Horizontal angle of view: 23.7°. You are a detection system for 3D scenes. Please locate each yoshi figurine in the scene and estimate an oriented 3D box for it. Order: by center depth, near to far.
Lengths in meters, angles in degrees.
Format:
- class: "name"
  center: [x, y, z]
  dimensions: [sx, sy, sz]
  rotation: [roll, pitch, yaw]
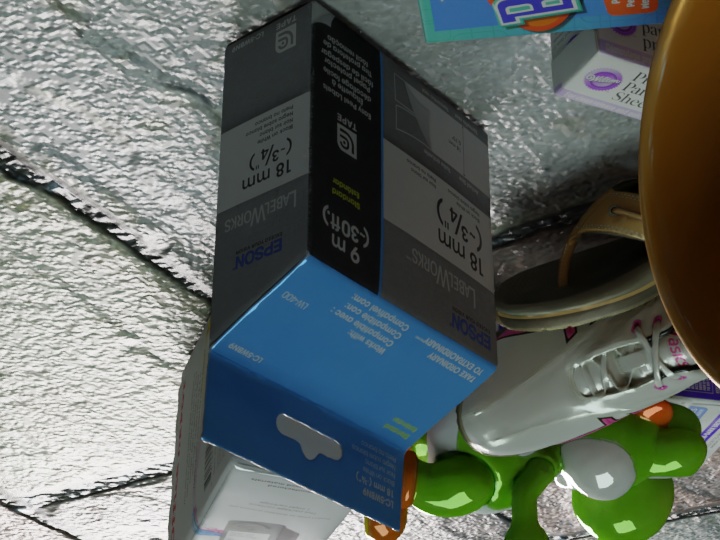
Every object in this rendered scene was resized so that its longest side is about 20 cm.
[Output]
- class: "yoshi figurine"
  center: [0.102, 0.126, 1.006]
  dimensions: [0.198, 0.114, 0.112]
  rotation: [-4, 165, 4]

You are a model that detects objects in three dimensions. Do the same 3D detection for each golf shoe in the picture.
- class: "golf shoe"
  center: [0.142, 0.038, 0.919]
  dimensions: [0.199, 0.073, 0.092]
  rotation: [-28, -175, -10]

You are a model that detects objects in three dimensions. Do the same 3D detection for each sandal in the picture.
- class: "sandal"
  center: [0.157, -0.026, 0.891]
  dimensions: [0.198, 0.080, 0.054]
  rotation: [-24, 103, 12]

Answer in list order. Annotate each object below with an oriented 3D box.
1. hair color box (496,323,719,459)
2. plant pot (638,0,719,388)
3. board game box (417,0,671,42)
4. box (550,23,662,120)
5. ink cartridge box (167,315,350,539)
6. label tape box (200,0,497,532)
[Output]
- class: "hair color box"
  center: [0.135, 0.070, 1.066]
  dimensions: [0.198, 0.065, 0.110]
  rotation: [8, 150, -10]
- class: "plant pot"
  center: [0.235, -0.043, 0.642]
  dimensions: [0.182, 0.202, 0.200]
  rotation: [3, 153, -25]
- class: "board game box"
  center: [0.114, -0.157, 0.671]
  dimensions: [0.198, 0.045, 0.152]
  rotation: [-4, 151, 8]
- class: "box"
  center: [0.183, -0.083, 0.811]
  dimensions: [0.198, 0.039, 0.041]
  rotation: [14, 148, -23]
- class: "ink cartridge box"
  center: [-0.054, 0.089, 1.016]
  dimensions: [0.085, 0.149, 0.200]
  rotation: [9, 151, -12]
- class: "label tape box"
  center: [0.000, 0.000, 0.796]
  dimensions: [0.063, 0.202, 0.144]
  rotation: [-21, 145, 33]
